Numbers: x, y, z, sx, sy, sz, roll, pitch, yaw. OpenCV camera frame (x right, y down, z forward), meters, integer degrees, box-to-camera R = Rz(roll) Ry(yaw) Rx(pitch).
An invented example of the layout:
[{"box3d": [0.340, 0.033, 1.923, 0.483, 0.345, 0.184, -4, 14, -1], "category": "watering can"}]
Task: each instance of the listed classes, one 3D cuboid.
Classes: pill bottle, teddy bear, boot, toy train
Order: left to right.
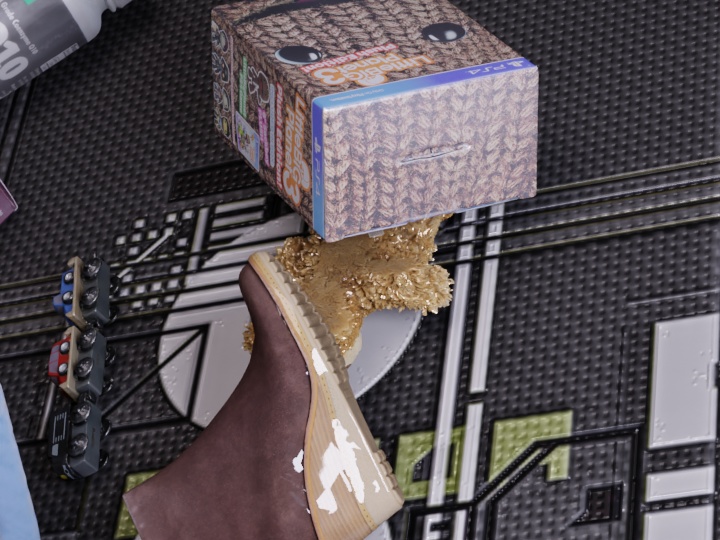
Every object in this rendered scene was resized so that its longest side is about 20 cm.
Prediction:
[{"box3d": [-0.279, -0.210, 2.059, 0.200, 0.113, 0.113, -35, 43, -4], "category": "pill bottle"}, {"box3d": [-0.198, 0.067, 1.820, 0.046, 0.034, 0.200, -25, 43, 24], "category": "toy train"}, {"box3d": [-0.082, 0.106, 1.639, 0.166, 0.072, 0.201, -27, 79, 8], "category": "boot"}, {"box3d": [0.000, 0.000, 1.761, 0.144, 0.067, 0.200, -2, 43, 15], "category": "teddy bear"}]

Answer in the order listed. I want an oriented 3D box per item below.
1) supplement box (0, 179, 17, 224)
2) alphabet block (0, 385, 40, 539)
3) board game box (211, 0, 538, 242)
[{"box3d": [-0.385, -0.031, 1.958, 0.200, 0.103, 0.131, -47, 45, -16], "category": "supplement box"}, {"box3d": [-0.348, 0.107, 1.702, 0.196, 0.196, 0.200, -23, 49, -18], "category": "alphabet block"}, {"box3d": [0.007, -0.117, 1.769, 0.159, 0.097, 0.200, -13, 30, -22], "category": "board game box"}]
